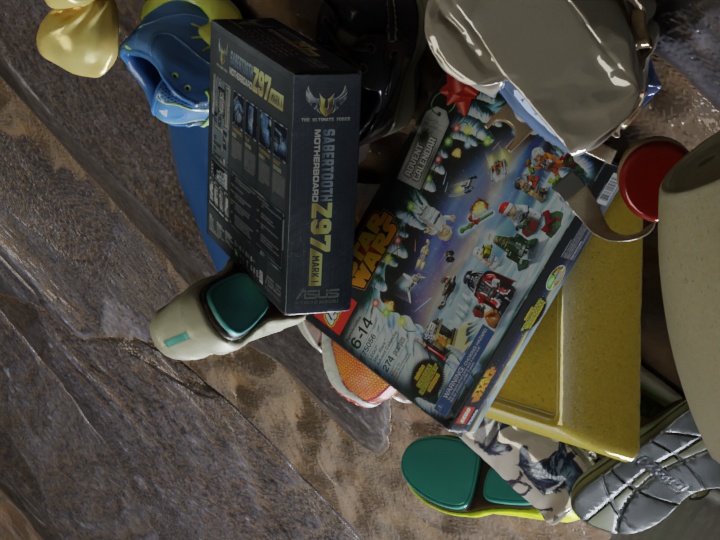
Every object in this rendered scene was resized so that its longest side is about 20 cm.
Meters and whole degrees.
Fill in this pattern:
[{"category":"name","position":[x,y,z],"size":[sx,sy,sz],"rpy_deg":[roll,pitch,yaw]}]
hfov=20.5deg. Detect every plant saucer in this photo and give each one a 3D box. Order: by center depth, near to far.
[{"category":"plant saucer","position":[0.100,0.021,1.361],"size":[0.200,0.048,0.201],"rpy_deg":[15,113,45]}]

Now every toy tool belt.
[{"category":"toy tool belt","position":[0.125,-0.117,1.178],"size":[0.200,0.125,0.123],"rpy_deg":[48,-170,-3]}]

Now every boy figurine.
[{"category":"boy figurine","position":[-0.202,-0.237,1.421],"size":[0.064,0.124,0.201],"rpy_deg":[10,123,18]}]

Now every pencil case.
[{"category":"pencil case","position":[0.109,0.100,1.539],"size":[0.200,0.078,0.089],"rpy_deg":[45,133,-3]}]

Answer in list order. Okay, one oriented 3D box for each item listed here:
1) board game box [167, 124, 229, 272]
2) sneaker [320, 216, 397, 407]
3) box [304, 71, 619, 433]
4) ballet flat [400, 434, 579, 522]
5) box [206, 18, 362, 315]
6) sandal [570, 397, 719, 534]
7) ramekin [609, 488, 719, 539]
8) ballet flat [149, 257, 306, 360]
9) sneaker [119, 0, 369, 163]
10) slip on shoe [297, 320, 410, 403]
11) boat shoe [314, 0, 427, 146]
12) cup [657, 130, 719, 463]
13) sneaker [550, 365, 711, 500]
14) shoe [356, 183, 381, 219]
[{"category":"board game box","position":[-0.106,-0.077,1.581],"size":[0.158,0.039,0.201],"rpy_deg":[99,151,-55]},{"category":"sneaker","position":[0.000,0.000,1.408],"size":[0.077,0.073,0.201],"rpy_deg":[-38,58,28]},{"category":"box","position":[0.066,-0.015,1.293],"size":[0.137,0.201,0.040],"rpy_deg":[36,-168,31]},{"category":"ballet flat","position":[0.117,0.181,1.675],"size":[0.067,0.067,0.200],"rpy_deg":[26,166,-36]},{"category":"box","position":[-0.054,-0.075,1.330],"size":[0.200,0.051,0.158],"rpy_deg":[-141,50,-64]},{"category":"sandal","position":[0.224,0.118,1.381],"size":[0.080,0.057,0.201],"rpy_deg":[42,131,-19]},{"category":"ramekin","position":[0.267,0.254,1.512],"size":[0.200,0.105,0.200],"rpy_deg":[33,152,20]},{"category":"ballet flat","position":[-0.085,0.023,1.397],"size":[0.069,0.200,0.070],"rpy_deg":[4,101,23]},{"category":"sneaker","position":[-0.093,-0.123,1.458],"size":[0.200,0.105,0.076],"rpy_deg":[39,154,10]},{"category":"slip on shoe","position":[-0.002,0.036,1.582],"size":[0.200,0.076,0.061],"rpy_deg":[39,-174,-47]},{"category":"boat shoe","position":[0.001,-0.148,1.333],"size":[0.072,0.065,0.200],"rpy_deg":[35,152,19]},{"category":"cup","position":[0.238,-0.009,1.070],"size":[0.144,0.200,0.200],"rpy_deg":[56,152,-12]},{"category":"sneaker","position":[0.171,0.104,1.442],"size":[0.200,0.089,0.077],"rpy_deg":[46,154,-6]},{"category":"shoe","position":[-0.010,-0.042,1.535],"size":[0.070,0.054,0.200],"rpy_deg":[20,173,-33]}]
